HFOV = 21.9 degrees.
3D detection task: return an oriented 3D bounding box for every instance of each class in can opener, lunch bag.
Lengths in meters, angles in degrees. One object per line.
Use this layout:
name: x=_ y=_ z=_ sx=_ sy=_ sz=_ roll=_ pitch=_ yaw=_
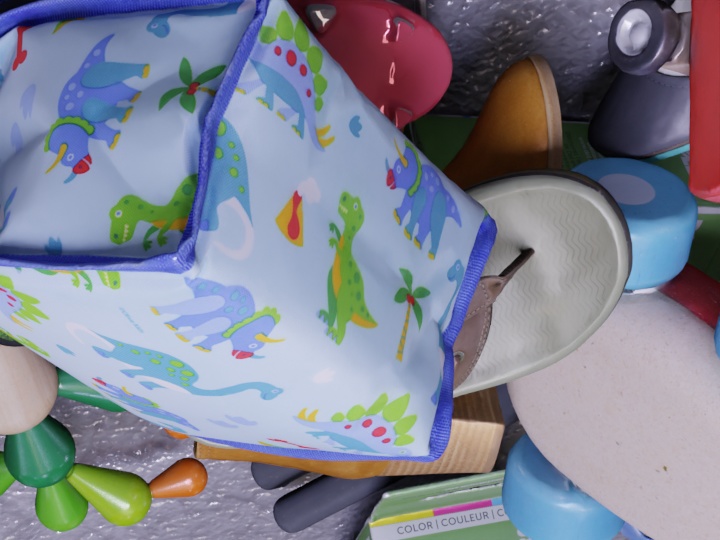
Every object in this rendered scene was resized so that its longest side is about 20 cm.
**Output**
can opener: x=0.027 y=0.077 z=0.968 sx=0.200 sy=0.053 sz=0.067 roll=-30 pitch=174 yaw=17
lunch bag: x=-0.079 y=-0.014 z=0.657 sx=0.200 sy=0.128 sz=0.170 roll=-2 pitch=152 yaw=34

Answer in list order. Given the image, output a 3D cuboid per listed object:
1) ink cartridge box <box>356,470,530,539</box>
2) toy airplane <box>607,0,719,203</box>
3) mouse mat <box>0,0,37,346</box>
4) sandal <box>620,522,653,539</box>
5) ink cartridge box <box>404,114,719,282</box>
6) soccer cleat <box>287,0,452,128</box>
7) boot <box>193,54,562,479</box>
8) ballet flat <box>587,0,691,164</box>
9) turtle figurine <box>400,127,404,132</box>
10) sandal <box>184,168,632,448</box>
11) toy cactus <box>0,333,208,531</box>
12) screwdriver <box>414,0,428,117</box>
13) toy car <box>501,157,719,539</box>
ink cartridge box: x=0.053 y=0.164 z=1.023 sx=0.104 sy=0.059 sz=0.200 roll=-8 pitch=160 yaw=-11
toy airplane: x=0.187 y=-0.137 z=0.676 sx=0.200 sy=0.141 sz=0.199 roll=-35 pitch=129 yaw=-16
mouse mat: x=-0.120 y=-0.045 z=0.707 sx=0.200 sy=0.008 sz=0.161 roll=-35 pitch=138 yaw=23
sandal: x=0.181 y=0.076 z=1.002 sx=0.079 sy=0.087 sz=0.200 roll=6 pitch=134 yaw=-21
ink cartridge box: x=0.108 y=-0.015 z=0.892 sx=0.200 sy=0.059 sz=0.104 roll=1 pitch=137 yaw=-18
soccer cleat: x=-0.064 y=-0.085 z=0.754 sx=0.200 sy=0.076 sz=0.067 roll=-7 pitch=113 yaw=-15
boot: x=0.000 y=0.000 z=0.779 sx=0.144 sy=0.071 sz=0.201 roll=6 pitch=114 yaw=-9
ballet flat: x=0.181 y=-0.114 z=0.797 sx=0.200 sy=0.073 sz=0.073 roll=-24 pitch=140 yaw=11
turtle figurine: x=-0.055 y=-0.026 z=0.828 sx=0.161 sy=0.064 sz=0.200 roll=2 pitch=120 yaw=-15
sandal: x=0.014 y=0.027 z=0.729 sx=0.201 sy=0.057 sz=0.080 roll=-24 pitch=104 yaw=11
toy cactus: x=-0.155 y=0.065 z=0.875 sx=0.200 sy=0.102 sz=0.165 roll=-20 pitch=144 yaw=-6
screwdriver: x=0.027 y=-0.133 z=0.752 sx=0.029 sy=0.028 sz=0.200 roll=8 pitch=140 yaw=17
toy car: x=0.186 y=0.040 z=0.847 sx=0.200 sy=0.177 sz=0.184 roll=-23 pitch=135 yaw=-36
